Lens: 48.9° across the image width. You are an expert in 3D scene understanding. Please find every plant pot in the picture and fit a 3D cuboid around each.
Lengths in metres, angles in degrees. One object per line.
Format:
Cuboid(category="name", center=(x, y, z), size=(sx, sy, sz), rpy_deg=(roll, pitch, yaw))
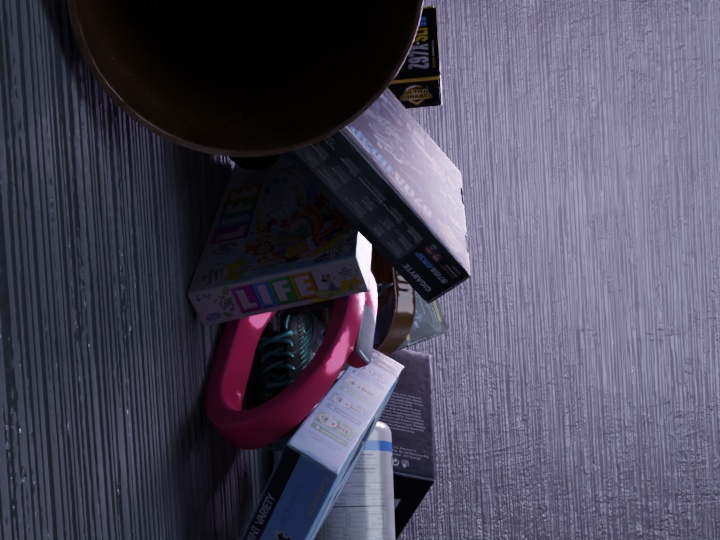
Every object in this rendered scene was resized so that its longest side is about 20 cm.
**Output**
Cuboid(category="plant pot", center=(-0.078, -0.205, 0.480), size=(0.188, 0.185, 0.201), rpy_deg=(81, -7, -47))

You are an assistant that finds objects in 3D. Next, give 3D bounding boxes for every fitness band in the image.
Cuboid(category="fitness band", center=(-0.055, 0.052, 0.625), size=(0.038, 0.143, 0.201), rpy_deg=(52, 25, -27))

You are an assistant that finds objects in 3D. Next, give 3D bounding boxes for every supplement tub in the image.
Cuboid(category="supplement tub", center=(-0.028, 0.261, 0.822), size=(0.132, 0.130, 0.203), rpy_deg=(67, 21, -74))

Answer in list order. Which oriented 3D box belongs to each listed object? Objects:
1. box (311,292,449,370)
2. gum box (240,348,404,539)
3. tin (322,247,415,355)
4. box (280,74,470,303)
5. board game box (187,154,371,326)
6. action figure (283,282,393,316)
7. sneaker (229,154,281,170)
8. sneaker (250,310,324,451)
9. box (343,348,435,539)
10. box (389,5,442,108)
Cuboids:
Cuboid(category="box", center=(0.000, 0.000, 0.910), size=(0.049, 0.160, 0.202), rpy_deg=(-28, -100, 60))
Cuboid(category="gum box", center=(-0.039, 0.171, 0.634), size=(0.171, 0.044, 0.200), rpy_deg=(-65, 172, 19))
Cuboid(category="tin", center=(0.003, -0.009, 0.822), size=(0.042, 0.111, 0.203), rpy_deg=(8, 73, -46))
Cuboid(category="box", center=(0.010, -0.094, 0.625), size=(0.200, 0.046, 0.160), rpy_deg=(45, 27, -25))
Cuboid(category="board game box", center=(-0.056, -0.042, 0.660), size=(0.201, 0.133, 0.034), rpy_deg=(-86, 160, -54))
Cuboid(category="action figure", center=(-0.042, -0.029, 0.764), size=(0.103, 0.117, 0.201), rpy_deg=(90, -21, -44))
Cuboid(category="sneaker", center=(-0.096, -0.189, 0.690), size=(0.081, 0.073, 0.203), rpy_deg=(-85, 172, -73))
Cuboid(category="sneaker", center=(-0.079, 0.082, 0.760), size=(0.201, 0.077, 0.092), rpy_deg=(-98, 172, -54))
Cuboid(category="box", center=(0.020, 0.241, 1.101), size=(0.198, 0.116, 0.202), rpy_deg=(111, -14, -45))
Cuboid(category="box", center=(0.030, -0.288, 1.079), size=(0.201, 0.157, 0.050), rpy_deg=(-86, 171, -47))
